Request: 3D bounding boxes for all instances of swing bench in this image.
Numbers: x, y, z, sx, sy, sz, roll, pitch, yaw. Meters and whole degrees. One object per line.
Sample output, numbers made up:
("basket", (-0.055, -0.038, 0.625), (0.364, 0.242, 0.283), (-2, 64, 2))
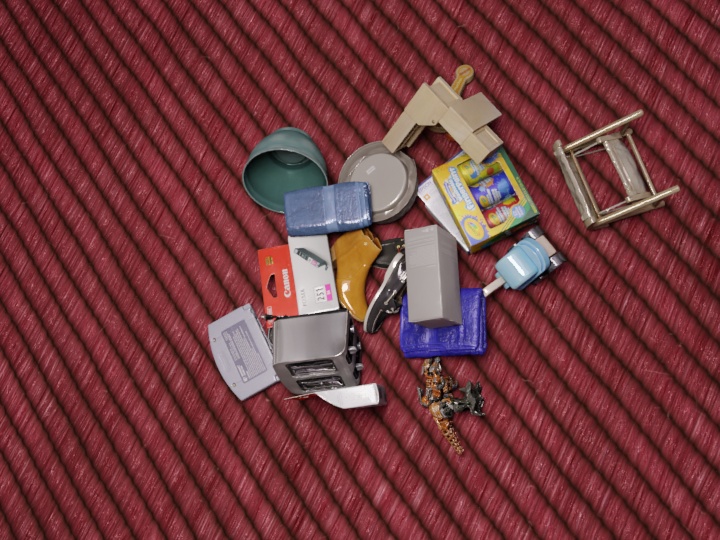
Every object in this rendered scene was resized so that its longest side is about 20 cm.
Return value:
("swing bench", (0.552, -0.212, 1.292), (0.199, 0.130, 0.201), (-20, 77, 10))

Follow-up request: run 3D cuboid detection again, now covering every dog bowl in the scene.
("dog bowl", (0.047, -0.202, 1.378), (0.198, 0.059, 0.202), (-6, 73, 21))

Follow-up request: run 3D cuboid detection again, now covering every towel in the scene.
("towel", (0.177, 0.115, 1.282), (0.199, 0.049, 0.149), (-7, 77, 32))
("towel", (-0.074, -0.139, 1.330), (0.198, 0.049, 0.113), (-6, 79, 8))

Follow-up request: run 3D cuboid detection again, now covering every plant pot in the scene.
("plant pot", (-0.170, -0.253, 1.388), (0.198, 0.201, 0.135), (-3, 51, 8))

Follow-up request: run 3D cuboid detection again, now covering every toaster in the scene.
("toaster", (-0.099, 0.176, 1.272), (0.198, 0.181, 0.119), (-7, 55, 7))

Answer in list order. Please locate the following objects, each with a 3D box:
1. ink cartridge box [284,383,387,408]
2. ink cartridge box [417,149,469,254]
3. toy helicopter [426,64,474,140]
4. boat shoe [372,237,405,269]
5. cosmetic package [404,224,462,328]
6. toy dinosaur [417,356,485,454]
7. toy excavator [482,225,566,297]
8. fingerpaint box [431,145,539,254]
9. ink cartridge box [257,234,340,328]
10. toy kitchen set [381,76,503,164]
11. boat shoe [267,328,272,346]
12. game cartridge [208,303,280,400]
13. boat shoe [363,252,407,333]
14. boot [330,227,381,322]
("ink cartridge box", (-0.049, 0.283, 1.263), (0.198, 0.160, 0.048), (-11, 76, 7))
("ink cartridge box", (0.260, -0.173, 1.369), (0.199, 0.041, 0.200), (-39, 75, -1))
("toy helicopter", (0.214, -0.422, 1.422), (0.131, 0.079, 0.201), (21, 72, 21))
("boat shoe", (0.109, -0.045, 1.357), (0.199, 0.063, 0.074), (-4, 83, 10))
("cosmetic package", (0.154, 0.016, 1.236), (0.090, 0.107, 0.202), (-8, 71, 32))
("toy dinosaur", (0.196, 0.289, 1.276), (0.135, 0.102, 0.202), (-18, 94, 20))
("toy excavator", (0.319, 0.014, 1.285), (0.199, 0.195, 0.100), (-28, 74, -27))
("fingerpaint box", (0.276, -0.166, 1.306), (0.166, 0.073, 0.201), (-25, 75, 3))
("ink cartridge box", (-0.145, 0.017, 1.330), (0.172, 0.044, 0.202), (-11, 69, 1))
("toy kitchen set", (0.200, -0.302, 1.311), (0.200, 0.163, 0.181), (48, 133, 6))
("boat shoe", (-0.165, 0.088, 1.373), (0.068, 0.057, 0.201), (25, 83, 12))
("game cartridge", (-0.277, 0.196, 1.380), (0.132, 0.041, 0.201), (-27, 76, -1))
("boat shoe", (0.070, 0.061, 1.318), (0.060, 0.074, 0.201), (29, 99, 18))
("boot", (0.000, 0.000, 1.334), (0.144, 0.071, 0.202), (-41, 66, 29))
